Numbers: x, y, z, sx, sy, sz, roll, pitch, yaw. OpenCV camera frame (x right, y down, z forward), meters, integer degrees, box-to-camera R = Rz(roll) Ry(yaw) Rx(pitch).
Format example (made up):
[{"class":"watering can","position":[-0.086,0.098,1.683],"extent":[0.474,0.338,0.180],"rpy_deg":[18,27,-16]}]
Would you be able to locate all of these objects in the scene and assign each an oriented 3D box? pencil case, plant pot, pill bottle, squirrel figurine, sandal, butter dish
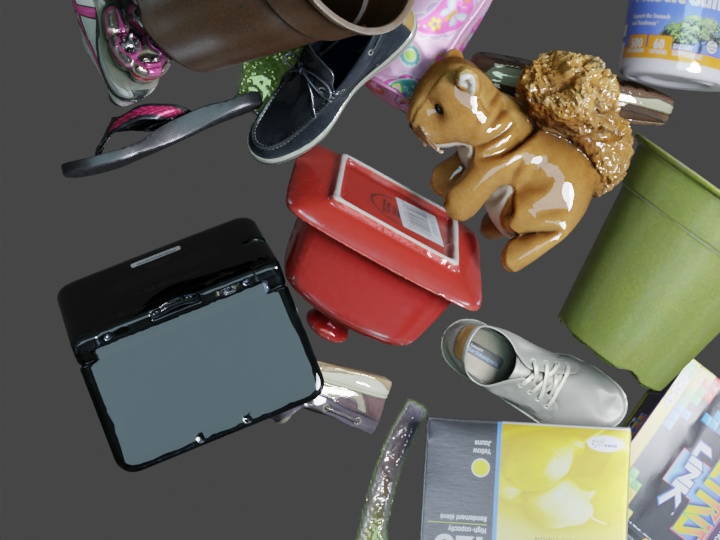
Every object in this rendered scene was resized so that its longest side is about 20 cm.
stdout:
[{"class":"pencil case","position":[0.076,-0.244,1.557],"extent":[0.087,0.087,0.201],"rpy_deg":[34,87,-9]},{"class":"plant pot","position":[-0.085,-0.271,1.439],"extent":[0.200,0.197,0.202],"rpy_deg":[22,60,-45]},{"class":"pill bottle","position":[0.315,-0.279,1.580],"extent":[0.111,0.112,0.201],"rpy_deg":[8,91,-9]},{"class":"plant pot","position":[0.289,0.005,1.561],"extent":[0.199,0.200,0.191],"rpy_deg":[33,98,-9]},{"class":"squirrel figurine","position":[0.145,-0.130,1.510],"extent":[0.199,0.142,0.187],"rpy_deg":[-33,105,12]},{"class":"sandal","position":[-0.188,-0.135,1.528],"extent":[0.199,0.075,0.045],"rpy_deg":[-25,95,-15]},{"class":"butter dish","position":[0.000,0.000,1.522],"extent":[0.199,0.200,0.148],"rpy_deg":[28,110,-8]}]

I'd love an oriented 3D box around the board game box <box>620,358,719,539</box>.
[{"class":"board game box","position":[0.321,0.210,1.626],"extent":[0.165,0.057,0.200],"rpy_deg":[36,86,-7]}]

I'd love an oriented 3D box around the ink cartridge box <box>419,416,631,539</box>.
[{"class":"ink cartridge box","position":[0.154,0.244,1.565],"extent":[0.196,0.047,0.201],"rpy_deg":[2,77,5]}]

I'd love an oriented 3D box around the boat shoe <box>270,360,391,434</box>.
[{"class":"boat shoe","position":[-0.070,0.112,1.554],"extent":[0.199,0.072,0.065],"rpy_deg":[11,85,-15]}]

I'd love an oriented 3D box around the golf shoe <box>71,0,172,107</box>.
[{"class":"golf shoe","position":[-0.237,-0.246,1.511],"extent":[0.072,0.092,0.201],"rpy_deg":[-7,70,-34]}]

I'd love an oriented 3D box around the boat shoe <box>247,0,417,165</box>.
[{"class":"boat shoe","position":[-0.035,-0.178,1.507],"extent":[0.200,0.062,0.075],"rpy_deg":[-43,59,12]}]

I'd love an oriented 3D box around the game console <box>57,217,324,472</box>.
[{"class":"game console","position":[-0.158,0.062,1.511],"extent":[0.199,0.176,0.117],"rpy_deg":[-21,120,-8]}]

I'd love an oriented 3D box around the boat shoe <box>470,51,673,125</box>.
[{"class":"boat shoe","position":[0.198,-0.156,1.593],"extent":[0.201,0.075,0.075],"rpy_deg":[11,104,-3]}]

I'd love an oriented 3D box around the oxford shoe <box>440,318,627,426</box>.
[{"class":"oxford shoe","position":[0.170,0.105,1.598],"extent":[0.199,0.058,0.076],"rpy_deg":[26,85,-11]}]
